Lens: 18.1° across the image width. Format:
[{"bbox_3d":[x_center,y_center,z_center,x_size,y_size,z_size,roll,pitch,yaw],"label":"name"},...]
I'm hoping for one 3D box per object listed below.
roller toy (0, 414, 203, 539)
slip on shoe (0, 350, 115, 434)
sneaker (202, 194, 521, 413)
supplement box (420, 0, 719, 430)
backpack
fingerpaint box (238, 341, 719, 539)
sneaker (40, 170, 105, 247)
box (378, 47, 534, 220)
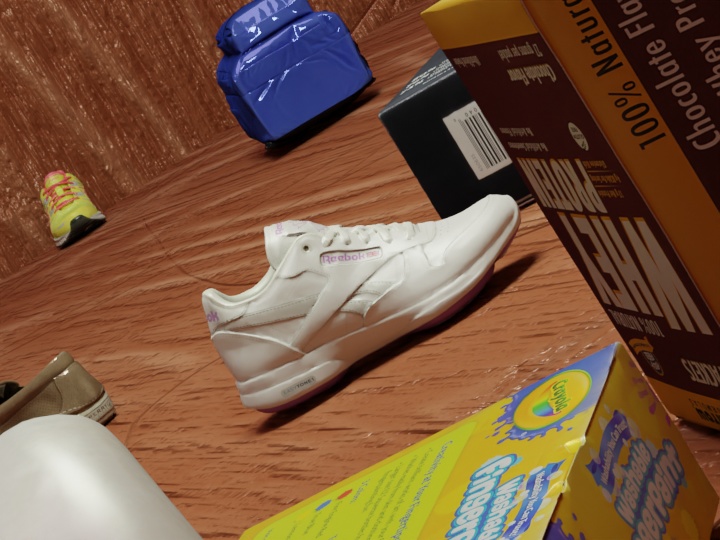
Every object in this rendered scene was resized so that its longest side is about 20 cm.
[{"bbox_3d":[-0.053,0.132,0.527,0.140,0.183,0.200,-40,18,-8],"label":"roller toy"},{"bbox_3d":[-0.265,0.113,1.721,0.200,0.061,0.076,-22,14,48],"label":"slip on shoe"},{"bbox_3d":[0.000,0.000,1.330,0.200,0.100,0.075,-31,7,-3],"label":"sneaker"},{"bbox_3d":[0.168,-0.071,0.847,0.200,0.197,0.133,-34,9,-9],"label":"supplement box"},{"bbox_3d":[-0.087,-0.244,2.683,0.162,0.168,0.200,-27,5,-8],"label":"backpack"},{"bbox_3d":[0.017,0.122,0.720,0.167,0.073,0.200,-29,10,22],"label":"fingerpaint box"},{"bbox_3d":[-0.414,-0.093,3.165,0.078,0.090,0.200,-31,15,-7],"label":"sneaker"},{"bbox_3d":[0.120,-0.125,1.571,0.148,0.104,0.200,-28,10,26],"label":"box"}]
